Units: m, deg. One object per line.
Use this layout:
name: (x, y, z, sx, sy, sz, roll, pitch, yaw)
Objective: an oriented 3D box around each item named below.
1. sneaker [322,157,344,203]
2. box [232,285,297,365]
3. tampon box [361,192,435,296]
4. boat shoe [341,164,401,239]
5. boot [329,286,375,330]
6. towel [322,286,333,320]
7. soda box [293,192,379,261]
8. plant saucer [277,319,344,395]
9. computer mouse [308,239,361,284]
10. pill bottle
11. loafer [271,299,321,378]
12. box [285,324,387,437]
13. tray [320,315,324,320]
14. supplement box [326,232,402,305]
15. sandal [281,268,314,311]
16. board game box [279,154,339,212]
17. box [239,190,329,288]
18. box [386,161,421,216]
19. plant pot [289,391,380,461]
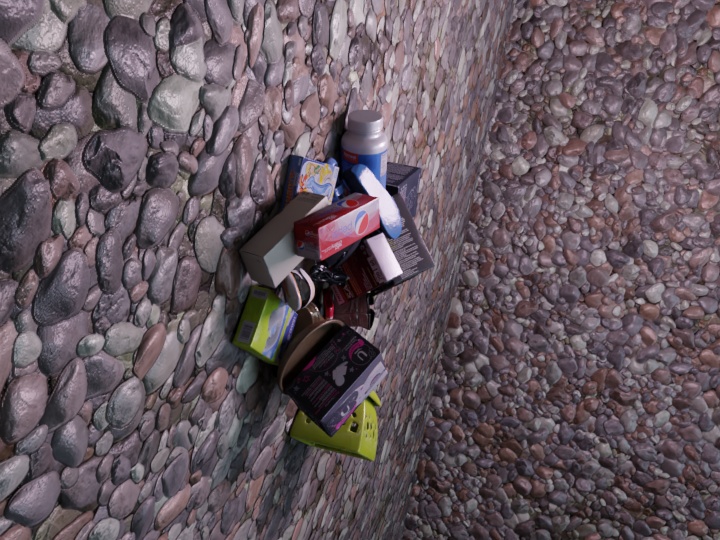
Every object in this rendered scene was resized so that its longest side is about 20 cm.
sneaker: (-0.060, -0.156, 1.488, 0.074, 0.082, 0.202, -44, 141, -56)
box: (-0.190, 0.122, 1.363, 0.200, 0.047, 0.123, 56, 49, -66)
tampon box: (0.065, -0.063, 1.635, 0.125, 0.201, 0.150, -23, 176, -24)
boat shoe: (0.028, -0.160, 1.522, 0.084, 0.068, 0.201, -48, 119, -37)
boot: (-0.029, 0.138, 1.724, 0.068, 0.130, 0.202, -48, 147, -54)
towel: (-0.076, 0.156, 1.631, 0.145, 0.022, 0.202, -107, -166, -69)
soda box: (-0.042, -0.089, 1.283, 0.200, 0.063, 0.071, -33, 130, -46)
plant saucer: (-0.111, 0.186, 1.445, 0.200, 0.029, 0.201, -39, 151, -27)
computer mouse: (-0.033, -0.059, 1.454, 0.138, 0.052, 0.202, 14, 98, -60)
pill bottle: (0.008, -0.270, 1.556, 0.112, 0.111, 0.202, -52, 150, -50)
loafer: (-0.145, 0.164, 1.470, 0.067, 0.076, 0.202, -10, 118, -62)
box: (-0.047, 0.248, 1.464, 0.200, 0.114, 0.132, -45, 152, -16)
tray: (-0.109, 0.189, 1.578, 0.037, 0.099, 0.201, -20, 130, -25)
supplement box: (0.000, 0.000, 1.563, 0.061, 0.200, 0.110, -25, 86, -40)
sandal: (-0.126, 0.031, 1.334, 0.207, 0.059, 0.080, -168, -115, -78)
board game box: (-0.115, -0.130, 1.377, 0.135, 0.034, 0.202, 2, 102, -59)
box: (-0.138, -0.064, 1.272, 0.200, 0.068, 0.083, -47, 138, -34)
box: (0.086, -0.204, 1.848, 0.200, 0.106, 0.150, -43, 143, -57)
plant pot: (-0.051, 0.390, 1.762, 0.200, 0.197, 0.183, 61, 41, -64)
